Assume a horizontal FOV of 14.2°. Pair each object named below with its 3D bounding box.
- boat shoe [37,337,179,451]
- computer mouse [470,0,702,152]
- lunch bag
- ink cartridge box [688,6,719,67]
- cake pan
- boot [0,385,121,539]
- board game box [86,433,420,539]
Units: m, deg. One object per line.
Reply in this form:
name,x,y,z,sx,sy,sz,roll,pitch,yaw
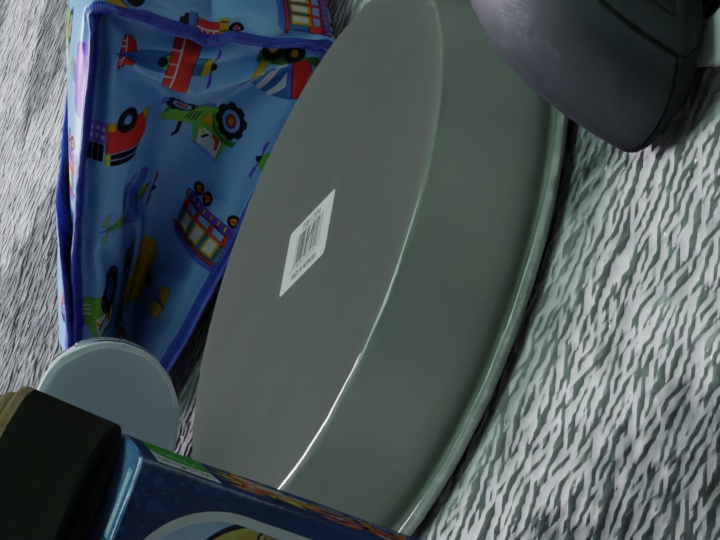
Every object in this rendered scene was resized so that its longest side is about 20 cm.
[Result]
boat shoe,-0.117,0.120,1.035,0.068,0.073,0.200,171,111,-79
computer mouse,0.033,-0.112,0.793,0.140,0.046,0.201,127,136,-62
lunch bag,-0.080,-0.044,1.118,0.151,0.094,0.201,-100,22,-56
ink cartridge box,0.101,-0.139,0.723,0.200,0.043,0.174,-169,75,-72
cake pan,0.000,0.000,0.876,0.201,0.037,0.201,-57,22,37
boot,-0.141,0.085,0.666,0.078,0.138,0.201,-62,-7,-57
board game box,-0.022,0.151,0.612,0.034,0.135,0.201,-159,89,-77
